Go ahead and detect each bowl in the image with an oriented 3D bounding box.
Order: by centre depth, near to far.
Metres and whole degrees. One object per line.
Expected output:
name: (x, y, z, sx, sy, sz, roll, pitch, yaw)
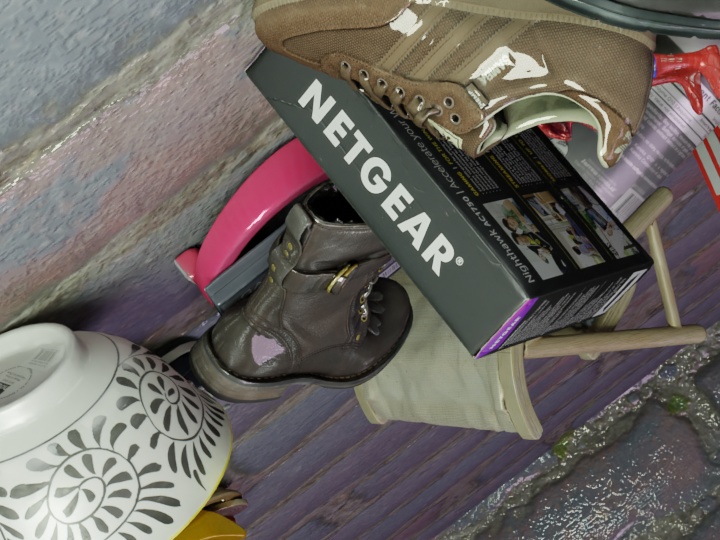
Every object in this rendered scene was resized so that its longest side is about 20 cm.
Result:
bowl: (-0.181, 0.093, 0.988, 0.200, 0.201, 0.094, -33, 121, -16)

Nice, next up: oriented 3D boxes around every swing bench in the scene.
swing bench: (0.115, 0.029, 1.323, 0.199, 0.130, 0.199, -24, -167, -34)

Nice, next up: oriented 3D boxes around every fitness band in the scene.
fitness band: (-0.041, -0.029, 1.121, 0.143, 0.037, 0.200, -39, 166, 7)

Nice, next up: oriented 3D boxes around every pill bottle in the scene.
pill bottle: (0.188, -0.125, 1.188, 0.200, 0.116, 0.116, -47, 163, 9)

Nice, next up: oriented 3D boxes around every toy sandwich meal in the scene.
toy sandwich meal: (-0.184, 0.284, 1.651, 0.205, 0.070, 0.205, -34, 165, -11)

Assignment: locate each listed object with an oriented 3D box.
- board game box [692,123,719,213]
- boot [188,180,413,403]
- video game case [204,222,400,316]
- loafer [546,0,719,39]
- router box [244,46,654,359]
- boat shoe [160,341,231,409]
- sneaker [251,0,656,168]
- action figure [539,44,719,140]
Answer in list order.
board game box: (0.288, -0.145, 1.223, 0.046, 0.201, 0.152, 20, 128, -33)
boot: (0.000, 0.000, 1.044, 0.200, 0.069, 0.174, -19, 154, -48)
video game case: (-0.026, -0.001, 1.142, 0.143, 0.019, 0.200, -39, 164, -6)
loafer: (0.084, -0.155, 0.755, 0.073, 0.199, 0.073, -86, -165, -74)
router box: (0.050, -0.054, 0.937, 0.051, 0.200, 0.149, -48, 160, 29)
boat shoe: (-0.138, 0.097, 1.188, 0.075, 0.062, 0.200, -47, 174, 14)
sneaker: (0.038, -0.095, 0.832, 0.070, 0.199, 0.076, 28, 69, -71)
action figure: (0.123, -0.105, 1.086, 0.199, 0.052, 0.065, -5, 176, -8)
